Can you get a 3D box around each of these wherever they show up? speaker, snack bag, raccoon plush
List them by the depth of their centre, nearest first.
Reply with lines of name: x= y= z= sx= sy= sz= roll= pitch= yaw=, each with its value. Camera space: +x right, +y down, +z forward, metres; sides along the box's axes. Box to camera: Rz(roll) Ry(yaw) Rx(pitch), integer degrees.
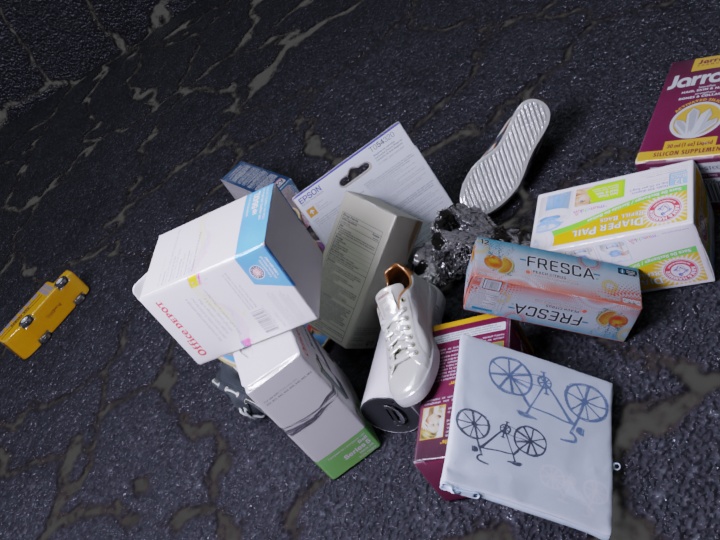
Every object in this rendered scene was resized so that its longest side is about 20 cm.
snack bag: x=0.181 y=0.172 z=0.873 sx=0.021 sy=0.187 sz=0.201 roll=113 pitch=174 yaw=-47
speaker: x=0.059 y=0.110 z=1.103 sx=0.081 sy=0.081 sz=0.201 roll=-12 pitch=43 yaw=31
raccoon plush: x=0.160 y=-0.001 z=1.171 sx=0.199 sy=0.135 sz=0.097 roll=27 pitch=47 yaw=18

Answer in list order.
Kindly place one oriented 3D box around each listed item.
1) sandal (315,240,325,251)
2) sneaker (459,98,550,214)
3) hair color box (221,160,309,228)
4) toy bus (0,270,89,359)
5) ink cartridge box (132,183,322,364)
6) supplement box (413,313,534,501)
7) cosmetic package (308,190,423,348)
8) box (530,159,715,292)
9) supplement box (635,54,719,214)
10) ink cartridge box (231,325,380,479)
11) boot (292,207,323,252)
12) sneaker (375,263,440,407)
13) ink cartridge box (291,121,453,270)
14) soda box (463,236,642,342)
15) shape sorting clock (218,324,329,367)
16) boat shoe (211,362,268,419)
sandal: x=-0.130 y=0.021 z=1.393 sx=0.082 sy=0.050 sz=0.203 roll=12 pitch=58 yaw=47
sneaker: x=0.223 y=-0.163 z=1.280 sx=0.201 sy=0.078 sz=0.079 roll=-54 pitch=-7 yaw=-1
hair color box: x=-0.173 y=-0.136 z=1.565 sx=0.061 sy=0.100 sz=0.200 roll=-45 pitch=36 yaw=-14
toy bus: x=-0.673 y=0.091 z=1.774 sx=0.078 sy=0.065 sz=0.200 roll=11 pitch=57 yaw=48
ink cartridge box: x=-0.163 y=0.010 z=1.019 sx=0.199 sy=0.129 sz=0.126 roll=-21 pitch=37 yaw=18
supplement box: x=0.138 y=0.155 z=0.978 sx=0.110 sy=0.086 sz=0.201 roll=-16 pitch=40 yaw=27
cosmetic package: x=0.000 y=0.000 z=1.187 sx=0.105 sy=0.071 sz=0.201 roll=31 pitch=105 yaw=35
box: x=0.323 y=-0.043 z=1.027 sx=0.199 sy=0.102 sz=0.113 roll=-12 pitch=42 yaw=31
supplement box: x=0.451 y=-0.175 z=1.067 sx=0.130 sy=0.103 sz=0.201 roll=-2 pitch=48 yaw=40
ink cartridge box: x=-0.074 y=0.147 z=1.071 sx=0.084 sy=0.200 sz=0.146 roll=-35 pitch=35 yaw=2
boot: x=-0.101 y=-0.037 z=1.287 sx=0.072 sy=0.156 sz=0.201 roll=-13 pitch=32 yaw=8
sneaker: x=0.046 y=0.073 z=1.015 sx=0.073 sy=0.085 sz=0.201 roll=-33 pitch=32 yaw=28
ink cartridge box: x=0.031 y=-0.087 z=1.249 sx=0.196 sy=0.201 sz=0.043 roll=-35 pitch=15 yaw=2
soda box: x=0.224 y=0.022 z=0.984 sx=0.198 sy=0.064 sz=0.069 roll=12 pitch=47 yaw=1
shape sorting clock: x=-0.140 y=0.082 z=1.278 sx=0.198 sy=0.039 sz=0.201 roll=4 pitch=36 yaw=-3
boat shoe: x=-0.157 y=0.185 z=1.218 sx=0.061 sy=0.075 sz=0.200 roll=-58 pitch=32 yaw=-3
